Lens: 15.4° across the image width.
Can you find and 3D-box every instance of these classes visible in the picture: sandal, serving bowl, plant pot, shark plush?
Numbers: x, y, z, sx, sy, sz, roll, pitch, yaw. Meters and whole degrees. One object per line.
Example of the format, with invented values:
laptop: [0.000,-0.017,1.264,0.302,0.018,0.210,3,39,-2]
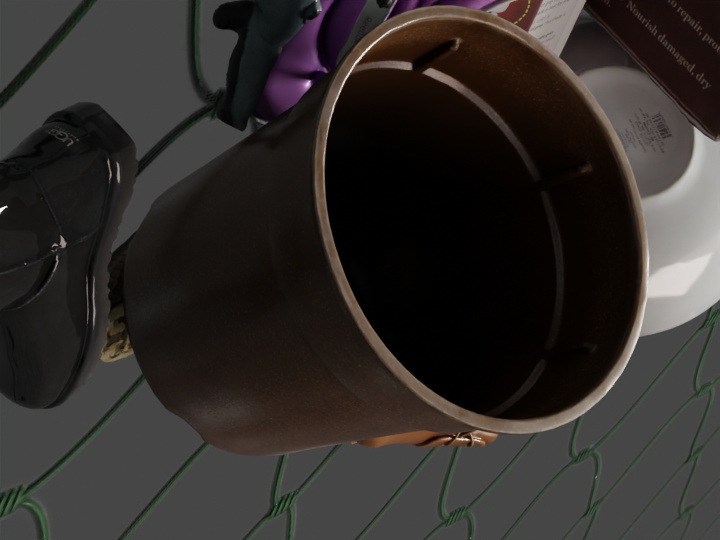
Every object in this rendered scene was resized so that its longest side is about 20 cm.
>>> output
sandal: [0.027,-0.128,1.288,0.202,0.050,0.082,-32,131,9]
serving bowl: [0.142,-0.065,1.514,0.200,0.200,0.066,-42,170,-23]
plant pot: [0.000,0.000,1.278,0.200,0.201,0.198,-34,-173,-40]
shark plush: [-0.010,-0.153,1.203,0.200,0.083,0.091,-52,161,2]

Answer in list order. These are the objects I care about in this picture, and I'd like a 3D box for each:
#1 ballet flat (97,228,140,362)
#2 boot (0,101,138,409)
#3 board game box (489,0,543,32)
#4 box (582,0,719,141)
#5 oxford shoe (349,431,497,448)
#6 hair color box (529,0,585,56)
ballet flat: [-0.076,-0.005,1.380,0.200,0.046,0.067,-34,154,-40]
boot: [-0.191,0.025,1.145,0.200,0.066,0.165,-34,146,-48]
board game box: [0.038,-0.137,1.340,0.103,0.019,0.200,10,128,-18]
box: [0.240,-0.206,1.492,0.166,0.164,0.200,-15,148,-51]
oxford shoe: [0.058,0.093,1.826,0.200,0.071,0.071,-14,141,-57]
hair color box: [0.083,-0.175,1.403,0.111,0.064,0.200,-26,151,-47]
